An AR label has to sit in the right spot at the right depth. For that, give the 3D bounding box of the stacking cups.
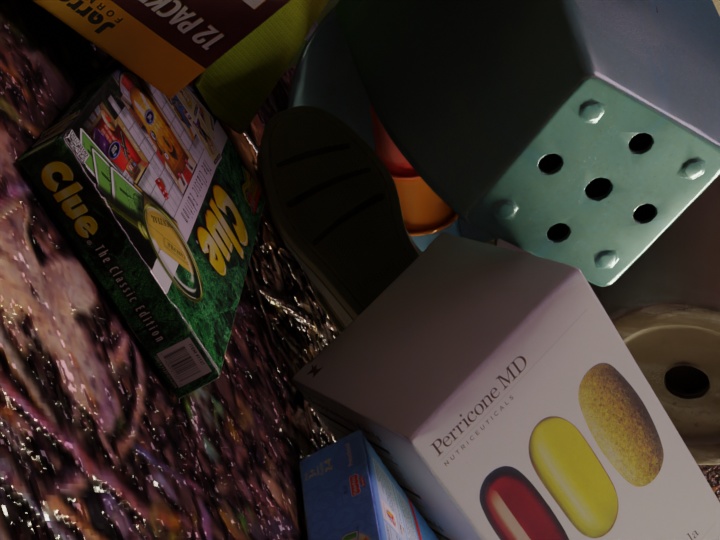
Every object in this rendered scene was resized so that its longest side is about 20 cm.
[{"bbox_3d":[0.034,-0.019,0.795,0.061,0.060,0.200,-103,179,-53],"label":"stacking cups"}]

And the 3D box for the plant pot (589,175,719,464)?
[{"bbox_3d":[0.186,0.003,0.716,0.200,0.200,0.174,57,36,-27],"label":"plant pot"}]

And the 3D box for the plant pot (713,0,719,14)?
[{"bbox_3d":[0.155,-0.168,0.898,0.200,0.200,0.177,23,24,-20],"label":"plant pot"}]

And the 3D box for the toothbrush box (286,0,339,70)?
[{"bbox_3d":[-0.021,-0.230,0.812,0.146,0.200,0.086,45,18,-55],"label":"toothbrush box"}]

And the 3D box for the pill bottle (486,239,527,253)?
[{"bbox_3d":[0.134,-0.031,0.963,0.111,0.111,0.200,61,11,-8],"label":"pill bottle"}]

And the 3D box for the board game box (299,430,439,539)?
[{"bbox_3d":[0.042,0.186,0.553,0.200,0.037,0.151,56,12,-31],"label":"board game box"}]

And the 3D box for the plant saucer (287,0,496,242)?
[{"bbox_3d":[0.054,-0.105,0.794,0.201,0.201,0.039,55,14,-34],"label":"plant saucer"}]

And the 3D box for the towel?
[{"bbox_3d":[-0.026,-0.169,0.709,0.018,0.200,0.086,32,-1,24],"label":"towel"}]

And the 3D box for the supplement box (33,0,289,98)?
[{"bbox_3d":[-0.066,-0.222,0.531,0.133,0.200,0.198,34,28,-46],"label":"supplement box"}]

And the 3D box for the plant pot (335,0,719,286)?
[{"bbox_3d":[0.091,-0.099,0.646,0.141,0.141,0.200,24,34,-26],"label":"plant pot"}]

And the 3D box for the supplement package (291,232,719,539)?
[{"bbox_3d":[0.080,0.097,0.633,0.200,0.114,0.109,54,-18,-27],"label":"supplement package"}]

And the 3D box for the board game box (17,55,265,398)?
[{"bbox_3d":[-0.081,-0.036,0.547,0.105,0.023,0.200,61,11,-20],"label":"board game box"}]

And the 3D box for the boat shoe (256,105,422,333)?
[{"bbox_3d":[0.000,0.000,0.739,0.200,0.075,0.068,59,-19,20],"label":"boat shoe"}]
